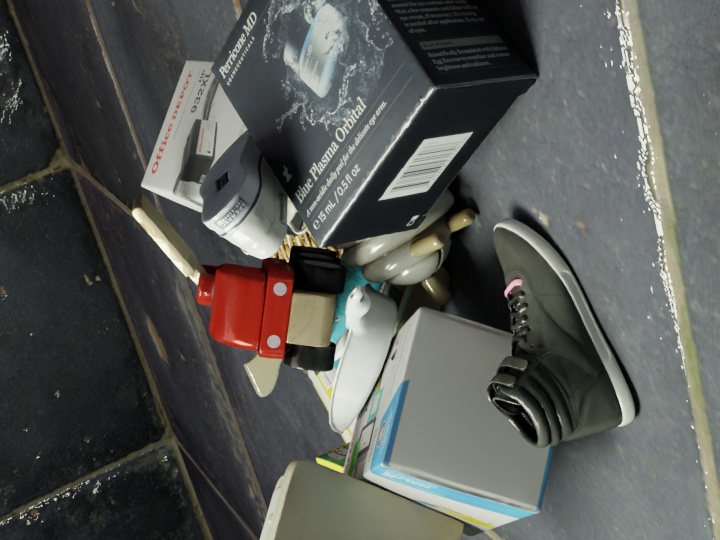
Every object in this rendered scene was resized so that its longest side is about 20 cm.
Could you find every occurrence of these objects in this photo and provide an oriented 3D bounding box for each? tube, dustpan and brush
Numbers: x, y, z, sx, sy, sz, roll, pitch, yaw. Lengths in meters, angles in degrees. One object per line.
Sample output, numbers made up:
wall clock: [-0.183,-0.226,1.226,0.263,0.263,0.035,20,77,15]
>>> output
tube: [0.000,0.000,1.356,0.077,0.050,0.201,34,103,44]
dustpan and brush: [-0.001,0.058,1.231,0.057,0.140,0.200,21,157,-5]

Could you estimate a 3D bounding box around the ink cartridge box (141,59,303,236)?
ink cartridge box: [-0.119,-0.126,1.335,0.200,0.084,0.146,15,84,54]

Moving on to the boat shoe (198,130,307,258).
boat shoe: [-0.082,-0.059,1.144,0.086,0.075,0.202,43,-170,-18]

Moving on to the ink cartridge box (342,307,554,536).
ink cartridge box: [0.081,0.144,1.230,0.200,0.145,0.147,125,161,-69]

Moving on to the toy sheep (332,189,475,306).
toy sheep: [0.028,-0.054,1.249,0.201,0.138,0.138,61,162,-4]

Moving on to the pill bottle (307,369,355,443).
pill bottle: [0.031,0.169,1.545,0.200,0.112,0.112,59,161,19]

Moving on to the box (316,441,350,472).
box: [0.041,0.190,1.400,0.049,0.199,0.117,67,161,-7]

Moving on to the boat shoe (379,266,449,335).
boat shoe: [0.028,0.060,1.389,0.063,0.071,0.201,49,126,39]

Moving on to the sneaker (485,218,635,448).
sneaker: [0.138,0.055,1.116,0.201,0.099,0.071,62,164,13]

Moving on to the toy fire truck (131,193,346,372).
toy fire truck: [-0.119,0.007,1.255,0.176,0.199,0.129,-124,41,-80]

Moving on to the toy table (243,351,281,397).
toy table: [-0.129,0.063,1.854,0.201,0.117,0.184,62,162,7]

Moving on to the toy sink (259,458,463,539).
toy sink: [-0.026,0.259,1.210,0.112,0.200,0.131,-11,59,52]

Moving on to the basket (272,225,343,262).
basket: [-0.022,-0.064,1.476,0.143,0.148,0.201,-67,-40,-68]

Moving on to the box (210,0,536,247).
box: [0.003,-0.159,1.086,0.200,0.117,0.197,58,136,21]
